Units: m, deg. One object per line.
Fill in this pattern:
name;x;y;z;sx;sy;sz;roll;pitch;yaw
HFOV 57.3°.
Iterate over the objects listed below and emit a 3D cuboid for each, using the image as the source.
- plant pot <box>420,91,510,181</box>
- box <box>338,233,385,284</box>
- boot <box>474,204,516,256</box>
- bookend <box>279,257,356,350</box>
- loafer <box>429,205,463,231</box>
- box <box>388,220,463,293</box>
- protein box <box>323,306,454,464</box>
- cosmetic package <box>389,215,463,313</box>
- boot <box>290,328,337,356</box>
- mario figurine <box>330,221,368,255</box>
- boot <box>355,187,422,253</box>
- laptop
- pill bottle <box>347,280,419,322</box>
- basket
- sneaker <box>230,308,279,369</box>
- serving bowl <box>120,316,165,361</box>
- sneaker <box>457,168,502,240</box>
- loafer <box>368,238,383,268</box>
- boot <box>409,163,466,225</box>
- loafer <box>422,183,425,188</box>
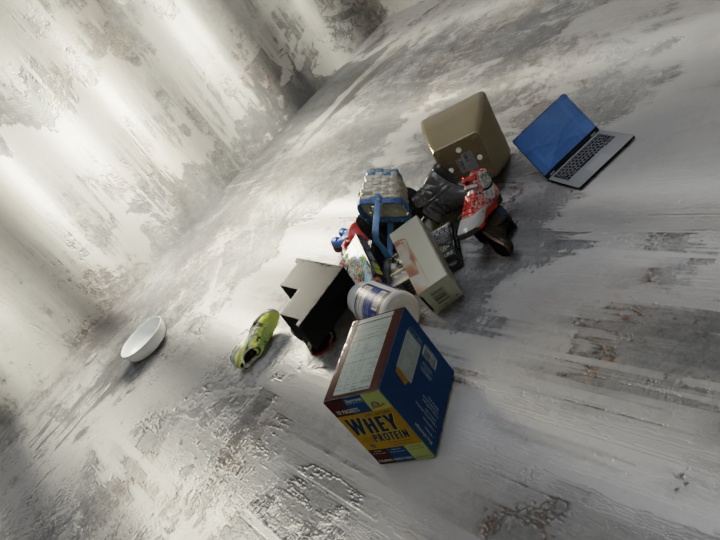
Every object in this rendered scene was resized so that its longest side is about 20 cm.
plant pot;0.283;-0.326;1.784;0.197;0.202;0.178;-21;27;23
box;0.000;0.000;1.775;0.111;0.034;0.201;-59;30;23
boot;0.329;-0.102;1.552;0.097;0.075;0.200;-42;24;1
bookend;-0.140;0.081;1.712;0.196;0.093;0.201;9;54;45
loafer;0.264;-0.169;1.743;0.198;0.070;0.076;-36;26;8
box;0.162;-0.026;1.683;0.198;0.049;0.162;-30;26;19
protein box;0.062;0.222;1.264;0.133;0.199;0.202;-18;33;35
cosmetic package;0.153;-0.015;1.548;0.086;0.103;0.202;-33;47;13
boot;-0.085;0.129;1.752;0.203;0.074;0.154;-42;31;-5
mario figurine;-0.015;-0.084;2.004;0.199;0.104;0.127;180;98;-67
boot;0.094;-0.163;1.854;0.202;0.165;0.065;-55;18;-25
laptop;0.511;-0.316;1.594;0.187;0.116;0.200;-42;26;-4
pill bottle;0.047;0.087;1.589;0.111;0.111;0.199;-46;27;-14
basket;0.062;-0.147;1.701;0.136;0.177;0.205;-4;72;12
sneaker;-0.293;0.204;1.915;0.076;0.075;0.202;22;76;53
serving bowl;-0.805;0.269;2.479;0.198;0.066;0.202;-32;27;18
sneaker;0.262;-0.163;1.558;0.067;0.109;0.201;-16;22;46
loafer;0.034;-0.048;1.866;0.062;0.072;0.202;-24;33;36
boot;0.233;-0.170;1.696;0.199;0.070;0.133;36;94;19
loafer;0.208;-0.220;1.829;0.068;0.071;0.200;-36;-2;14
